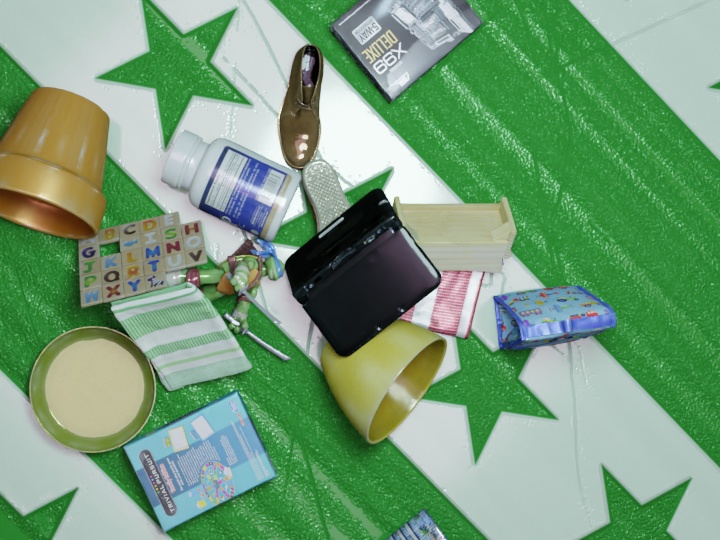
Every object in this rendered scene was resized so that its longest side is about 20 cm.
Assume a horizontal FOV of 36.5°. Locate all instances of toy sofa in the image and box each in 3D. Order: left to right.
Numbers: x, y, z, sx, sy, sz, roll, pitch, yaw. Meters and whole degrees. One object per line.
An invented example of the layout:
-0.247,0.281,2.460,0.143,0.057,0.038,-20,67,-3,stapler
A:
0.143,-0.058,1.757,0.198,0.098,0.083,-1,48,-11,toy sofa

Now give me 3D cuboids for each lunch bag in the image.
0.306,0.077,1.719,0.149,0.200,0.095,-7,90,-4,lunch bag

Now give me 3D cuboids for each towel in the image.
-0.277,0.104,1.685,0.151,0.023,0.201,-15,131,13,towel
0.100,0.021,1.792,0.198,0.023,0.145,15,90,-5,towel

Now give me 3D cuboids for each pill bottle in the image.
-0.204,-0.139,1.716,0.199,0.120,0.120,25,88,-4,pill bottle

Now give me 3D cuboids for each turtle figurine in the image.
-0.211,0.050,1.706,0.192,0.144,0.202,-6,87,-1,turtle figurine

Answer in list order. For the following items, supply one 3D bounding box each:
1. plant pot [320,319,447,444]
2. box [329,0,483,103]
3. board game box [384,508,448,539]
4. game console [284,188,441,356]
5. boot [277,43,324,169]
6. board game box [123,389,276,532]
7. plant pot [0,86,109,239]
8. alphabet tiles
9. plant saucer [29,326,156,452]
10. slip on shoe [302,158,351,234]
0.021,0.150,1.718,0.142,0.200,0.201,35,87,21,plant pot
0.073,-0.396,1.772,0.200,0.050,0.158,-40,94,-4,box
0.086,0.525,1.751,0.199,0.062,0.200,-38,78,-4,board game box
0.000,0.000,1.679,0.200,0.176,0.116,-38,119,8,game console
-0.093,-0.264,1.748,0.073,0.075,0.202,5,91,-7,boot
-0.255,0.303,1.751,0.199,0.047,0.152,-25,92,-4,board game box
-0.471,-0.171,1.668,0.199,0.200,0.185,16,74,-5,plant pot
-0.341,-0.024,1.701,0.198,0.168,0.008,-14,134,-4,alphabet tiles
-0.426,0.189,1.744,0.198,0.031,0.202,0,91,-5,plant saucer
-0.045,-0.086,1.761,0.074,0.061,0.201,-20,105,-2,slip on shoe
